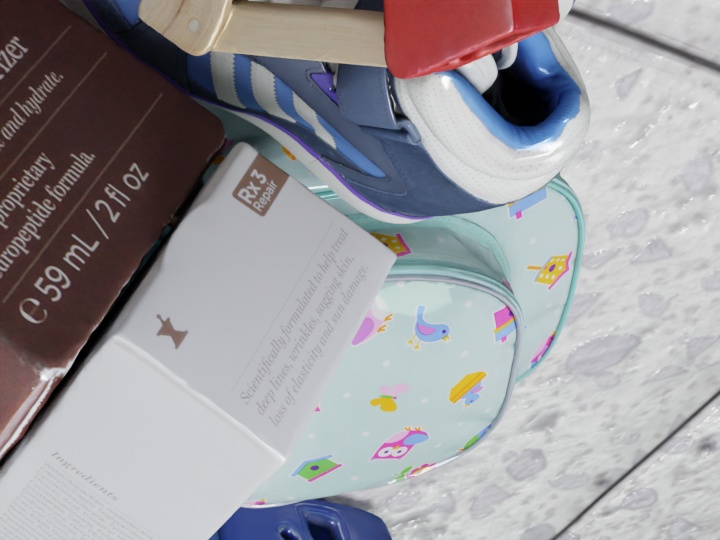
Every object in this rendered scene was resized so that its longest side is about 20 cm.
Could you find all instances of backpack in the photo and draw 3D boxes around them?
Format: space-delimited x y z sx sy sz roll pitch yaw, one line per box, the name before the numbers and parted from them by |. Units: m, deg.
backpack | 0.000 0.000 0.890 0.199 0.154 0.176 -16 140 -18

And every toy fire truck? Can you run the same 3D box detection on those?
toy fire truck | -0.045 -0.123 0.661 0.199 0.142 0.049 -8 -173 24

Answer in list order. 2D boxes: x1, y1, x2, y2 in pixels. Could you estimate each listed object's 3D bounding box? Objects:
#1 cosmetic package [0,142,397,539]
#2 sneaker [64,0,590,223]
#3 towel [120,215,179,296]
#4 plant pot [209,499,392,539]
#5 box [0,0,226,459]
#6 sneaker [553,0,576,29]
cosmetic package | -0.074 0.055 0.724 0.074 0.102 0.200 36 140 -7
sneaker | -0.008 -0.094 0.725 0.200 0.081 0.146 37 156 -16
towel | -0.149 0.000 0.812 0.199 0.022 0.147 28 135 5
plant pot | -0.088 0.235 1.118 0.200 0.201 0.179 -39 135 24
box | -0.185 -0.016 0.683 0.200 0.166 0.164 36 125 -7
sneaker | 0.033 -0.192 0.734 0.115 0.072 0.201 -55 126 -21
